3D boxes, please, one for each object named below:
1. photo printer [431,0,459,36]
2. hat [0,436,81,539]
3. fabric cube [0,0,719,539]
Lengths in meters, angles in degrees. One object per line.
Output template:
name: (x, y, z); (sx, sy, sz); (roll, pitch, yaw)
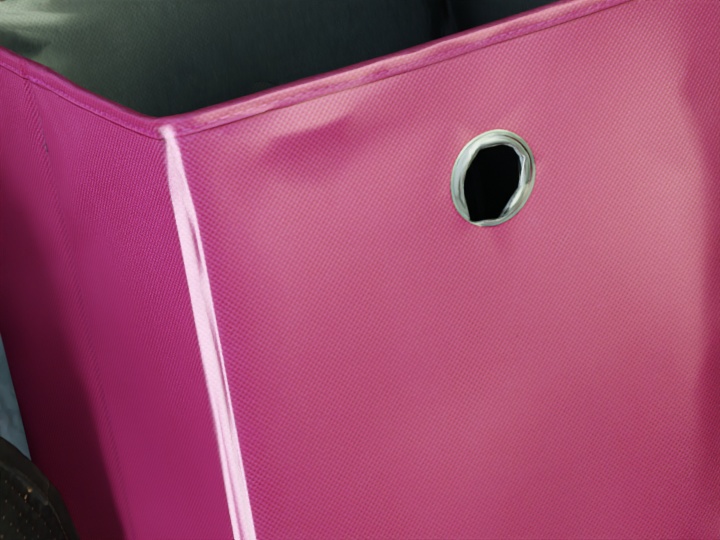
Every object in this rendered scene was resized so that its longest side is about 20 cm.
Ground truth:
photo printer: (0.039, -0.172, 1.077); (0.166, 0.069, 0.200); (-43, 127, -39)
hat: (-0.172, 0.133, 0.874); (0.200, 0.081, 0.201); (-11, 106, -41)
fabric cube: (0.000, 0.000, 0.925); (0.196, 0.200, 0.200); (-18, 112, -23)
